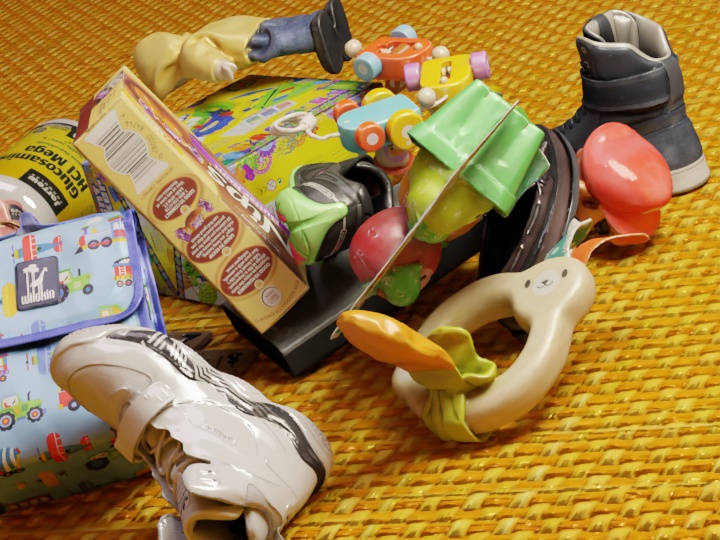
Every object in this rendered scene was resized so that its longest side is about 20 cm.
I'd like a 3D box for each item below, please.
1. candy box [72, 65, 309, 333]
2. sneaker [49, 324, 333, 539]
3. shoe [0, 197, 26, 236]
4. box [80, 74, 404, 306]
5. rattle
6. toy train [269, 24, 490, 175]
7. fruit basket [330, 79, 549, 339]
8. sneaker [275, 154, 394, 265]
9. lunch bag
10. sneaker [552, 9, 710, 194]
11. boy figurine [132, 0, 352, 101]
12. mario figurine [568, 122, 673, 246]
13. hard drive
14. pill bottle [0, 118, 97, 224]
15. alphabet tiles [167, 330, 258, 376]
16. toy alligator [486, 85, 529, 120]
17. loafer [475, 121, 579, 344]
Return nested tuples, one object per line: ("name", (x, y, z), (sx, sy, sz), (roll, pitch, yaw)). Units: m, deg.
("candy box", (-0.125, -0.054, 1.635), (0.056, 0.200, 0.117), (-44, 14, 8))
("sneaker", (-0.120, 0.113, 1.407), (0.199, 0.075, 0.115), (26, 36, 0))
("shoe", (-0.291, -0.012, 1.832), (0.199, 0.092, 0.071), (16, -8, 27))
("box", (-0.095, -0.073, 1.879), (0.199, 0.123, 0.192), (-31, 25, -32))
("rattle", (0.087, 0.003, 1.462), (0.200, 0.143, 0.130), (-44, 19, -3))
("toy train", (0.022, -0.132, 1.762), (0.149, 0.056, 0.200), (5, 32, 33))
("fruit basket", (0.050, -0.031, 1.521), (0.201, 0.093, 0.185), (-58, -2, 1))
("sneaker", (-0.013, -0.047, 1.648), (0.083, 0.077, 0.200), (-18, 10, 5))
("lunch bag", (-0.215, 0.051, 1.557), (0.149, 0.094, 0.202), (-15, 65, 3))
("sneaker", (0.184, -0.139, 1.799), (0.201, 0.147, 0.077), (0, 28, 41))
("boy figurine", (-0.111, -0.189, 1.924), (0.198, 0.065, 0.124), (-11, 21, 19))
("mario figurine", (0.165, -0.044, 1.710), (0.199, 0.106, 0.124), (-7, 57, 52))
("hard drive", (0.000, 0.000, 1.700), (0.199, 0.033, 0.139), (-35, 25, -12))
("pill bottle", (-0.303, -0.051, 1.996), (0.111, 0.113, 0.200), (-7, 23, 24))
("alphabet tiles", (-0.184, 0.089, 1.706), (0.198, 0.008, 0.167), (-2, 25, 33))
("toy alligator", (0.088, -0.115, 1.828), (0.054, 0.060, 0.200), (2, -5, -28))
("loafer", (0.118, -0.040, 1.608), (0.072, 0.063, 0.201), (-38, 33, 38))
